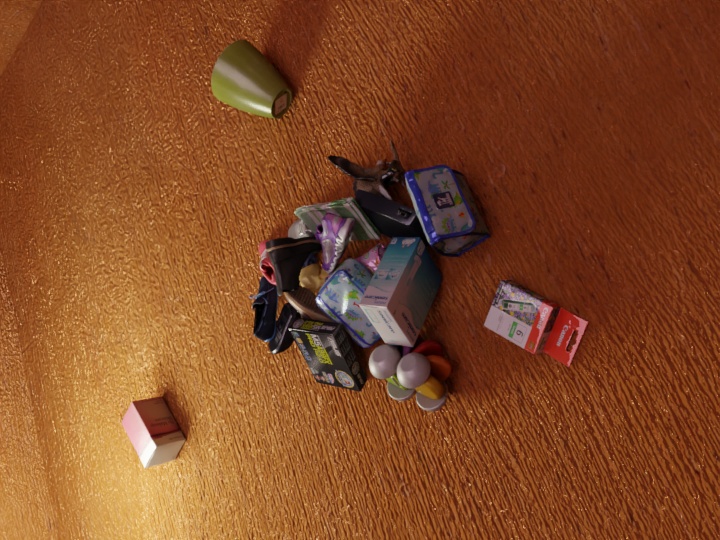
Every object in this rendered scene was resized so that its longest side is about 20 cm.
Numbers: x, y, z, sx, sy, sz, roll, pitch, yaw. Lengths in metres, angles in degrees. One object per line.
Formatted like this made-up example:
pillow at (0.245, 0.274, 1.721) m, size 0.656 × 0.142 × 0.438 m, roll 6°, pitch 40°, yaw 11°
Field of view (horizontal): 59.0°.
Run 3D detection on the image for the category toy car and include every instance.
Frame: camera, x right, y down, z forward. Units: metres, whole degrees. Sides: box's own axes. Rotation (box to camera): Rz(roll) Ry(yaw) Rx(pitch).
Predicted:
toy car at (0.126, 0.224, 1.504) m, size 0.196 × 0.176 × 0.153 m, roll 10°, pitch 61°, yaw 38°

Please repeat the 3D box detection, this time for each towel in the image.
towel at (-0.058, -0.119, 1.619) m, size 0.195 × 0.153 × 0.024 m, roll -5°, pitch 51°, yaw 38°

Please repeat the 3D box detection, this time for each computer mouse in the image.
computer mouse at (-0.199, 0.152, 1.813) m, size 0.204 × 0.052 × 0.139 m, roll -63°, pitch 31°, yaw 15°

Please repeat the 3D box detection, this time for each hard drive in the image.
hard drive at (0.076, -0.121, 1.545) m, size 0.197 × 0.136 × 0.043 m, roll 26°, pitch 72°, yaw 38°

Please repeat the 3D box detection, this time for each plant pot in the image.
plant pot at (-0.298, -0.533, 1.848) m, size 0.198 × 0.186 × 0.191 m, roll 35°, pitch 111°, yaw 17°

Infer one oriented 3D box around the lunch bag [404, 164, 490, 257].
lunch bag at (0.183, -0.133, 1.416) m, size 0.126 × 0.197 × 0.175 m, roll -33°, pitch 69°, yaw 33°

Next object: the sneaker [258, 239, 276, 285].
sneaker at (-0.259, -0.027, 1.839) m, size 0.075 × 0.085 × 0.201 m, roll -58°, pitch 47°, yaw 22°

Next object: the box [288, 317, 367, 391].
box at (-0.084, 0.218, 1.656) m, size 0.156 × 0.044 × 0.204 m, roll 5°, pitch 131°, yaw 38°

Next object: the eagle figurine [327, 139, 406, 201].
eagle figurine at (0.025, -0.233, 1.598) m, size 0.194 × 0.150 × 0.157 m, roll -8°, pitch 99°, yaw 28°

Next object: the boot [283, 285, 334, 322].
boot at (-0.143, 0.146, 1.706) m, size 0.197 × 0.073 × 0.168 m, roll 34°, pitch 131°, yaw 4°

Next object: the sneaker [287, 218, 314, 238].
sneaker at (-0.138, -0.128, 1.755) m, size 0.196 × 0.080 × 0.079 m, roll -20°, pitch 79°, yaw 38°

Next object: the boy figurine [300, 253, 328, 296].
boy figurine at (-0.130, 0.022, 1.756) m, size 0.122 × 0.064 × 0.204 m, roll -31°, pitch 72°, yaw 5°

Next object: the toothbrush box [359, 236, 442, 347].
toothbrush box at (0.097, 0.048, 1.462) m, size 0.083 × 0.147 × 0.204 m, roll 1°, pitch 52°, yaw 38°

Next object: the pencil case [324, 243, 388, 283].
pencil case at (0.000, 0.000, 1.638) m, size 0.197 × 0.086 × 0.090 m, roll -25°, pitch 75°, yaw 38°

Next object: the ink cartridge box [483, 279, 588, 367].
ink cartridge box at (0.370, 0.112, 1.354) m, size 0.198 × 0.050 × 0.112 m, roll 31°, pitch 108°, yaw 36°

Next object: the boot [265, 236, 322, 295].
boot at (-0.165, -0.012, 1.680) m, size 0.076 × 0.197 × 0.143 m, roll -15°, pitch 85°, yaw 42°

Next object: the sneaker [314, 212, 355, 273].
sneaker at (-0.076, -0.076, 1.605) m, size 0.086 × 0.082 × 0.202 m, roll 26°, pitch 143°, yaw 3°

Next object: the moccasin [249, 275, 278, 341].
moccasin at (-0.281, 0.101, 1.848) m, size 0.080 × 0.067 × 0.205 m, roll -38°, pitch 47°, yaw 39°

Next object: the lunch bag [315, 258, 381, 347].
lunch bag at (-0.007, 0.087, 1.589) m, size 0.200 × 0.083 × 0.161 m, roll 44°, pitch 132°, yaw -3°

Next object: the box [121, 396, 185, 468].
box at (-0.711, 0.552, 2.185) m, size 0.200 × 0.126 × 0.110 m, roll 47°, pitch 116°, yaw 28°
